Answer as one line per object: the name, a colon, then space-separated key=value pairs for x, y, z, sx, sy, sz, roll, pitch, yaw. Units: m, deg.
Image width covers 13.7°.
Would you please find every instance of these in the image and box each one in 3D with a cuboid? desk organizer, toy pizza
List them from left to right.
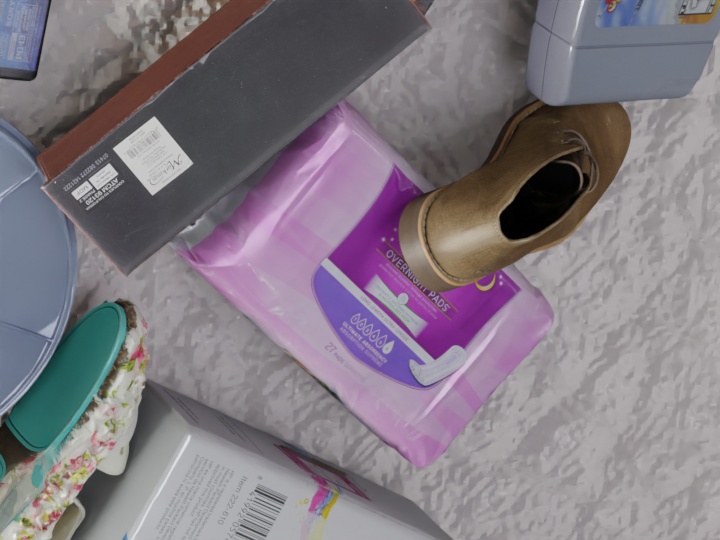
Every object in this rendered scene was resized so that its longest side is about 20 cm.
toy pizza: x=-0.240 y=0.002 z=1.518 sx=0.199 sy=0.032 sz=0.201 roll=-9 pitch=113 yaw=-21
desk organizer: x=-0.071 y=-0.098 z=1.514 sx=0.200 sy=0.077 sz=0.072 roll=-39 pitch=124 yaw=3

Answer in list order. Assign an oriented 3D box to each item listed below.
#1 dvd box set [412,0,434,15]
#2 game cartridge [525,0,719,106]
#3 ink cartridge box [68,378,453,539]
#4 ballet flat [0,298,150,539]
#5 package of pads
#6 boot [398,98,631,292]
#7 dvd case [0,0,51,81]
dvd box set: x=-0.020 y=-0.221 z=1.542 sx=0.200 sy=0.029 sz=0.147 roll=29 pitch=94 yaw=-31
game cartridge: x=0.160 y=-0.180 z=1.599 sx=0.133 sy=0.041 sz=0.201 roll=-11 pitch=128 yaw=-49
ink cartridge box: x=-0.062 y=0.168 z=1.634 sx=0.200 sy=0.085 sz=0.145 roll=27 pitch=96 yaw=-29
ballet flat: x=-0.162 y=0.103 z=1.574 sx=0.064 sy=0.076 sz=0.200 roll=30 pitch=103 yaw=-37
package of pads: x=0.000 y=0.000 z=1.606 sx=0.121 sy=0.076 sz=0.200 roll=-49 pitch=121 yaw=-3
boot: x=0.104 y=-0.048 z=1.596 sx=0.200 sy=0.075 sz=0.074 roll=-38 pitch=104 yaw=-49
dvd case: x=-0.239 y=-0.172 z=1.463 sx=0.199 sy=0.018 sz=0.143 roll=5 pitch=107 yaw=-28
